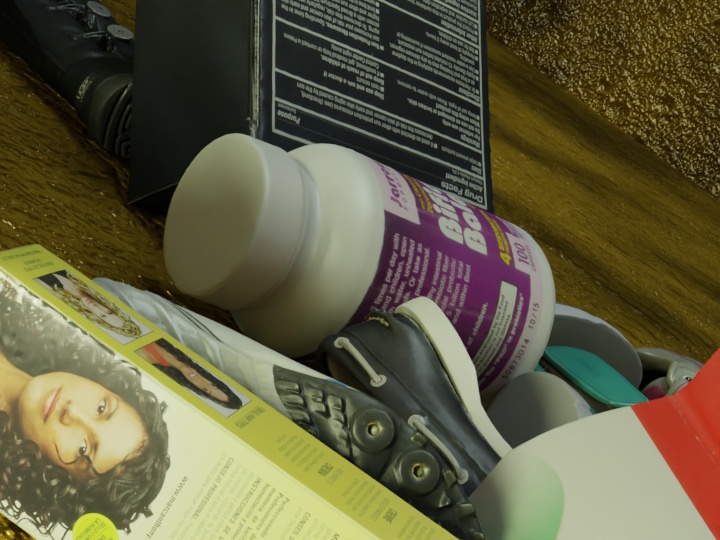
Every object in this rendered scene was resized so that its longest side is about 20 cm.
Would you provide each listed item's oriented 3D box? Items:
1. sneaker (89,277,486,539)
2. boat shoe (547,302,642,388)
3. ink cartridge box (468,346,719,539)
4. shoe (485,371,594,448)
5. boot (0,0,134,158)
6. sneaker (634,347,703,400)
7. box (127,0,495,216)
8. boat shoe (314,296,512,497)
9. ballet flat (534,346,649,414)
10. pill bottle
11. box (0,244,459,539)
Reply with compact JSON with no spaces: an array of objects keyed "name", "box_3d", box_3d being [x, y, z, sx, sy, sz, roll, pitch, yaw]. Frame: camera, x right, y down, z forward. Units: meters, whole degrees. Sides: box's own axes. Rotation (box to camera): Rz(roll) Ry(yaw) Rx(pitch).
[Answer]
[{"name":"sneaker","box_3d":[-0.039,0.068,0.613,0.199,0.072,0.073,30,-13,10]},{"name":"boat shoe","box_3d":[0.089,0.038,1.021,0.198,0.070,0.066,15,21,-29]},{"name":"ink cartridge box","box_3d":[0.099,0.091,0.571,0.050,0.201,0.161,33,13,-17]},{"name":"shoe","box_3d":[0.126,0.129,0.792,0.091,0.072,0.200,35,10,-28]},{"name":"boot","box_3d":[-0.152,-0.131,1.074,0.164,0.066,0.200,20,14,-46]},{"name":"sneaker","box_3d":[0.220,0.111,1.041,0.088,0.082,0.200,22,10,-21]},{"name":"box","box_3d":[-0.028,-0.121,0.970,0.199,0.123,0.201,17,65,-42]},{"name":"boat shoe","box_3d":[0.042,0.097,0.717,0.060,0.074,0.201,-18,57,-17]},{"name":"ballet flat","box_3d":[0.148,0.102,0.891,0.067,0.071,0.200,3,13,-21]},{"name":"pill bottle","box_3d":[0.000,0.000,0.845,0.199,0.113,0.112,21,18,-39]},{"name":"box","box_3d":[-0.057,0.077,0.548,0.199,0.076,0.050,33,12,7]}]
